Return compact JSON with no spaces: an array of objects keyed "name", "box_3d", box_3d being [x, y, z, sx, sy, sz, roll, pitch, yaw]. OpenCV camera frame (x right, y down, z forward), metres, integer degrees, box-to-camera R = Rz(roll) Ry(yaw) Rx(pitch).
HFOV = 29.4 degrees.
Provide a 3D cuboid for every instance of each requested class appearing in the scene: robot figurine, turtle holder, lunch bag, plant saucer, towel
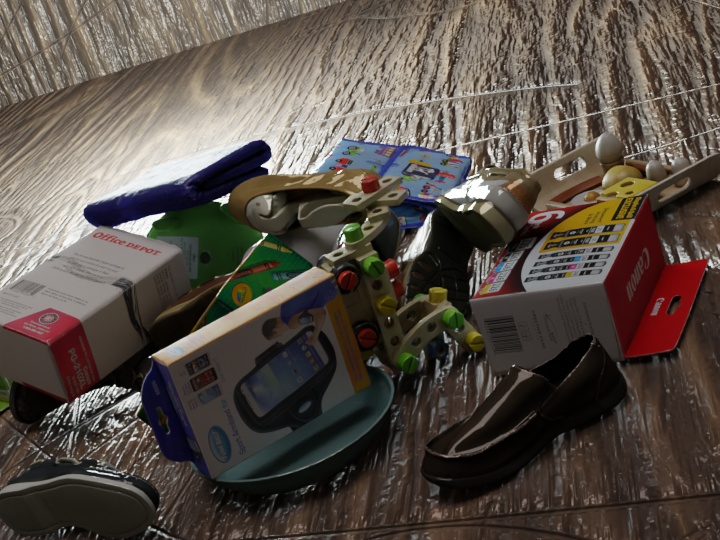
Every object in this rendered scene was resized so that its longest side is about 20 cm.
[{"name":"robot figurine","box_3d":[-0.056,-0.006,1.546,0.169,0.113,0.200,15,38,35]},{"name":"turtle holder","box_3d":[-0.173,-0.026,1.672,0.185,0.141,0.132,-29,5,-5]},{"name":"lunch bag","box_3d":[0.047,-0.102,1.769,0.199,0.094,0.151,2,26,19]},{"name":"plant saucer","box_3d":[-0.059,0.151,1.263,0.199,0.036,0.200,-16,21,6]},{"name":"towel","box_3d":[-0.208,-0.093,1.584,0.200,0.050,0.148,-9,20,44]}]

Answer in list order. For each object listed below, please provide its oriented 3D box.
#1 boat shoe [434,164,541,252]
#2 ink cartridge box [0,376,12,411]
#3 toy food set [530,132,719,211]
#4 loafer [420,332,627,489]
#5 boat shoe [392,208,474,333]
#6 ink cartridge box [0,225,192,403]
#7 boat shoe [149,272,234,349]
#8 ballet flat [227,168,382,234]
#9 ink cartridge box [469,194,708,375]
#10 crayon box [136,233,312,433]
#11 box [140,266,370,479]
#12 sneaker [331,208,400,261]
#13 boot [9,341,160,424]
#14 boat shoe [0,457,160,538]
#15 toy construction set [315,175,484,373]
[{"name":"boat shoe","box_3d":[0.134,-0.066,1.398,0.068,0.075,0.200,-45,13,-5]},{"name":"ink cartridge box","box_3d":[-0.466,0.123,1.644,0.148,0.076,0.200,1,27,44]},{"name":"toy food set","box_3d":[0.294,-0.111,1.574,0.143,0.061,0.200,-28,21,-21]},{"name":"loafer","box_3d":[0.129,0.111,1.141,0.200,0.072,0.073,-28,22,-23]},{"name":"boat shoe","box_3d":[0.071,0.015,1.459,0.074,0.076,0.200,-45,11,35]},{"name":"ink cartridge box","box_3d":[-0.302,0.043,1.509,0.145,0.085,0.200,15,40,37]},{"name":"boat shoe","box_3d":[-0.136,0.030,1.438,0.200,0.072,0.068,-21,29,34]},{"name":"ballet flat","box_3d":[-0.068,-0.070,1.465,0.200,0.069,0.063,-9,34,30]},{"name":"ink cartridge box","box_3d":[0.222,0.008,1.302,0.175,0.084,0.200,-9,22,27]},{"name":"crayon box","box_3d":[-0.134,0.069,1.340,0.200,0.058,0.119,-53,2,40]},{"name":"box","box_3d":[-0.094,0.094,1.215,0.200,0.119,0.041,-30,25,-25]},{"name":"sneaker","box_3d":[0.000,0.000,1.415,0.200,0.084,0.121,-61,12,-25]},{"name":"boot","box_3d":[-0.272,0.112,1.518,0.174,0.069,0.200,13,44,42]},{"name":"boat shoe","box_3d":[-0.253,0.200,1.257,0.200,0.076,0.060,-4,31,34]},{"name":"toy construction set","box_3d":[0.030,0.011,1.303,0.131,0.200,0.092,-26,10,-17]}]
